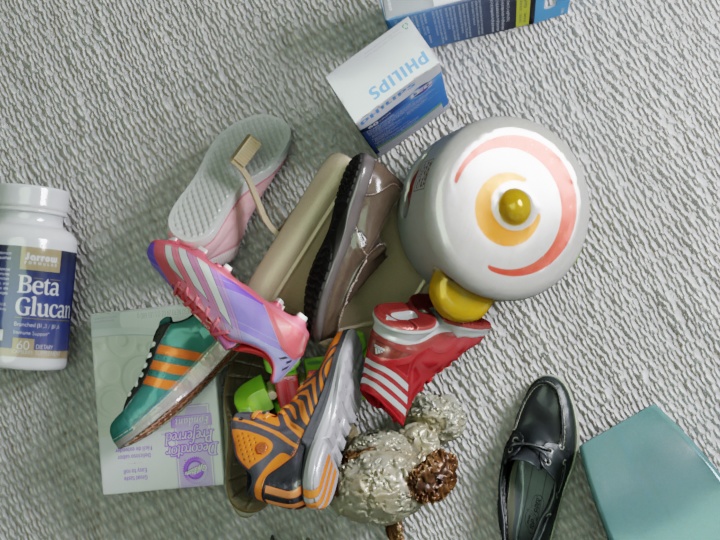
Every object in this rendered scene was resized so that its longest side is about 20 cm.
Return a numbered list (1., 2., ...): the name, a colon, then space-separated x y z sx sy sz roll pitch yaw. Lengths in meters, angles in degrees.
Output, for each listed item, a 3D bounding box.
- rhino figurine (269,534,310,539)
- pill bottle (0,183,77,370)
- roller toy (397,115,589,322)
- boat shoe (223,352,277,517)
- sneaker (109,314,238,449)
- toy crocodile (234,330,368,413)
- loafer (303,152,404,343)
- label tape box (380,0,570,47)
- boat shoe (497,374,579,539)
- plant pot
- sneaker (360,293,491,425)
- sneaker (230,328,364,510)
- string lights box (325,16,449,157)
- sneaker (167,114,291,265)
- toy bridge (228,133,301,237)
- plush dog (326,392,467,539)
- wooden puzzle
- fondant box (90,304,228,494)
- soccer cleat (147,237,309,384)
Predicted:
1. rhino figurine: -0.127 0.366 1.171 0.200 0.060 0.088 -45 85 2
2. pill bottle: -0.380 0.008 1.203 0.109 0.111 0.204 4 87 8
3. roller toy: 0.135 -0.060 1.093 0.197 0.140 0.185 -23 94 -13
4. boat shoe: -0.120 0.169 1.176 0.071 0.065 0.204 5 67 -10
5. sneaker: -0.202 0.100 1.139 0.200 0.071 0.080 -44 82 -6
6. toy crocodile: -0.038 0.114 1.126 0.196 0.062 0.069 -13 109 -7
7. loafer: -0.003 -0.016 1.101 0.070 0.073 0.203 17 98 -17
8. label tape box: 0.122 -0.299 1.132 0.196 0.143 0.067 -14 85 7
9. boat shoe: 0.182 0.211 1.126 0.073 0.066 0.203 14 91 29
10. plant pot: 0.309 0.249 1.079 0.140 0.141 0.202 -30 74 5
11. sneaker: 0.058 0.093 1.109 0.078 0.198 0.117 30 106 34
12. sneaker: -0.065 0.137 1.044 0.110 0.078 0.202 2 45 19
13. string lights box: 0.034 -0.184 1.109 0.102 0.200 0.059 -34 83 4
14. sneaker: -0.149 -0.083 1.202 0.075 0.105 0.201 28 61 11
15. toy bridge: -0.066 -0.060 1.159 0.199 0.027 0.068 40 89 -20
16. plush dog: 0.017 0.216 1.101 0.196 0.172 0.164 -6 86 7
17. wooden puzzle: 0.000 0.000 1.163 0.198 0.037 0.187 33 91 -16
18. fondant box: -0.222 0.143 1.199 0.141 0.058 0.204 -6 87 7
19. soccer cleat: -0.144 0.037 1.087 0.198 0.067 0.077 31 75 7
